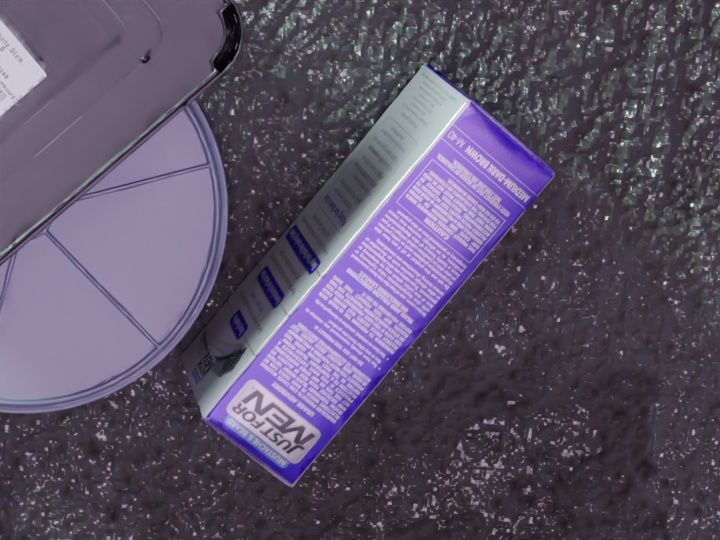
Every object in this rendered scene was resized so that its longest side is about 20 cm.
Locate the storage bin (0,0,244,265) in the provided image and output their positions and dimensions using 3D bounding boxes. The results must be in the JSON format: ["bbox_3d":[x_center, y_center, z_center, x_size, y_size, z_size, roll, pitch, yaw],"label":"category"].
[{"bbox_3d":[-0.167,-0.095,1.164,0.200,0.094,0.135,-41,99,-4],"label":"storage bin"}]

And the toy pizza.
[{"bbox_3d":[-0.166,-0.030,1.232,0.200,0.032,0.201,-1,95,-8],"label":"toy pizza"}]

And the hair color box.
[{"bbox_3d":[0.000,0.000,1.231,0.065,0.109,0.200,40,94,-17],"label":"hair color box"}]
